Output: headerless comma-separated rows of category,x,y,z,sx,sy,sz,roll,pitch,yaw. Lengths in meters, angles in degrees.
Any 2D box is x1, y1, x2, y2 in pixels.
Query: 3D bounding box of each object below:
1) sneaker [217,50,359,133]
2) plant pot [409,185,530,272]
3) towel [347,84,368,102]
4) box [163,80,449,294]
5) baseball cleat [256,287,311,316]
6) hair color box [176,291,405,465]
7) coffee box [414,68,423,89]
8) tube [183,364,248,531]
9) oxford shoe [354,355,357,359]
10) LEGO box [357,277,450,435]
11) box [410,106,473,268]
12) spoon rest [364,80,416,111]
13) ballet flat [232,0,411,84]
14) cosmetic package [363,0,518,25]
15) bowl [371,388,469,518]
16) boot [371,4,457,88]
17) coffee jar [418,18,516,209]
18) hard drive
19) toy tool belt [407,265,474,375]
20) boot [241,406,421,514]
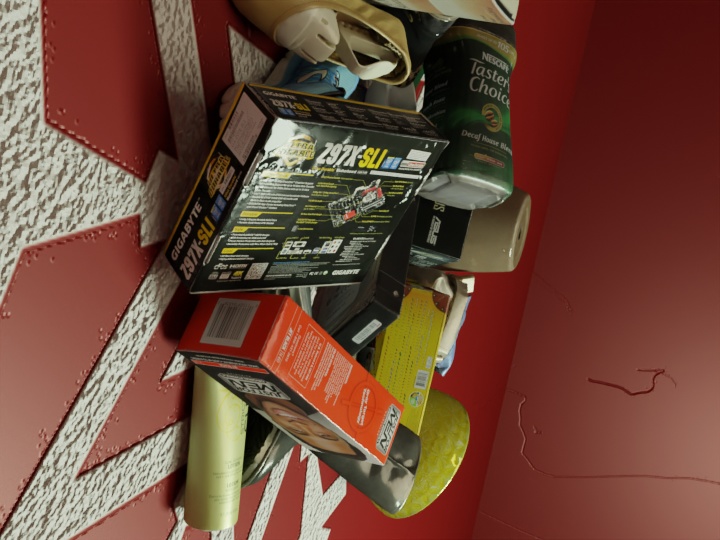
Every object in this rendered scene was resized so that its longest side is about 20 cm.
sneaker,-0.042,-0.139,0.743,0.200,0.088,0.080,-52,149,-51
plant pot,0.155,-0.076,1.242,0.200,0.171,0.204,13,90,-72
towel,-0.006,-0.136,0.957,0.199,0.022,0.147,-11,112,-70
box,-0.039,-0.059,0.676,0.198,0.049,0.161,-4,132,-47
baseball cleat,-0.062,0.005,0.819,0.106,0.069,0.204,-43,144,-55
hair color box,-0.054,0.096,0.734,0.200,0.100,0.062,46,57,-42
coffee box,0.072,-0.320,1.022,0.124,0.043,0.202,79,30,-50
tube,-0.126,0.128,0.757,0.058,0.051,0.204,-133,-131,-79
oxford shoe,-0.034,0.123,1.018,0.202,0.057,0.076,-76,171,-52
LEGO box,0.037,0.111,1.076,0.149,0.076,0.204,-156,-102,-76
box,0.082,-0.097,1.035,0.200,0.085,0.167,157,-52,-82
spoon rest,0.024,-0.145,0.900,0.202,0.060,0.100,-63,146,-35
ballet flat,-0.020,-0.199,0.707,0.198,0.068,0.064,0,64,-49
cosmetic package,0.035,-0.270,0.705,0.103,0.197,0.089,-11,114,-67
bowl,0.053,0.244,1.237,0.107,0.199,0.202,39,56,-21
boot,0.034,-0.298,0.844,0.072,0.203,0.151,-20,165,-23
coffee jar,0.111,-0.174,0.890,0.085,0.103,0.204,-22,-120,58
hard drive,0.000,0.000,0.874,0.140,0.038,0.202,-42,-157,40
toy tool belt,0.096,0.095,1.203,0.122,0.124,0.204,10,102,-43
boot,-0.032,0.193,0.882,0.201,0.072,0.183,49,52,-26
